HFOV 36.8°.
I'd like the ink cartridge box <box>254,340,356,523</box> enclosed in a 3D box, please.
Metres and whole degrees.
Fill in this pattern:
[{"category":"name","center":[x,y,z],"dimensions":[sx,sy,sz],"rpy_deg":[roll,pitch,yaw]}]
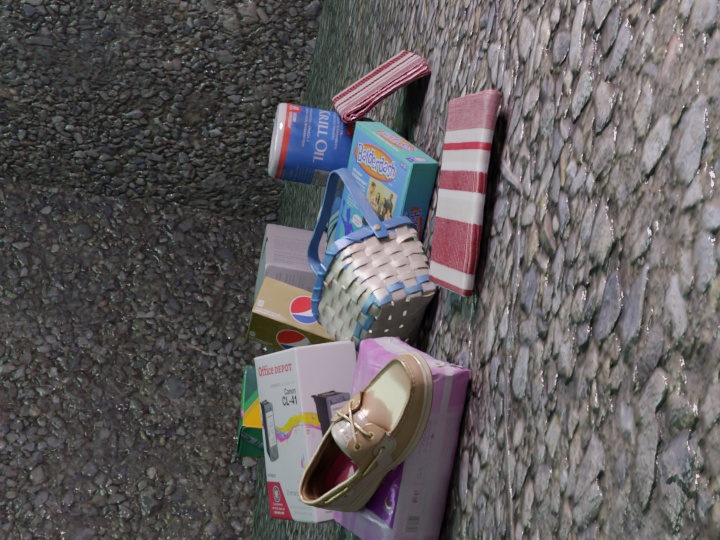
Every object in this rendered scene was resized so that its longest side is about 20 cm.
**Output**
[{"category":"ink cartridge box","center":[-0.058,0.194,1.304],"dimensions":[0.147,0.084,0.204],"rpy_deg":[-19,78,62]}]

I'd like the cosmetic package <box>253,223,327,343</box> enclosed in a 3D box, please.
[{"category":"cosmetic package","center":[-0.115,0.033,2.074],"dimensions":[0.201,0.162,0.168],"rpy_deg":[-101,23,-66]}]

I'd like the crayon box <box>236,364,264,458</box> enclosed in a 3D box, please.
[{"category":"crayon box","center":[-0.068,0.202,1.486],"dimensions":[0.120,0.196,0.059],"rpy_deg":[-93,14,-52]}]

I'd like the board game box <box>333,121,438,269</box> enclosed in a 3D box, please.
[{"category":"board game box","center":[0.028,-0.077,1.444],"dimensions":[0.152,0.044,0.203],"rpy_deg":[43,129,49]}]

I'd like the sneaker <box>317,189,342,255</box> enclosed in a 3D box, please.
[{"category":"sneaker","center":[-0.030,-0.056,1.806],"dimensions":[0.146,0.079,0.204],"rpy_deg":[158,128,-66]}]

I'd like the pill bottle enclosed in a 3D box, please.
[{"category":"pill bottle","center":[-0.035,-0.180,1.624],"dimensions":[0.112,0.196,0.115],"rpy_deg":[-172,90,-81]}]

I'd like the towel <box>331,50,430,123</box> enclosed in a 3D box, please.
[{"category":"towel","center":[0.025,-0.271,1.589],"dimensions":[0.023,0.143,0.200],"rpy_deg":[56,-176,-16]}]

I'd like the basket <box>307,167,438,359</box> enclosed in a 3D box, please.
[{"category":"basket","center":[0.000,0.000,1.332],"dimensions":[0.201,0.137,0.178],"rpy_deg":[53,148,25]}]

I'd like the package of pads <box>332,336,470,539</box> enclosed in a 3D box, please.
[{"category":"package of pads","center":[0.040,0.179,1.106],"dimensions":[0.120,0.075,0.204],"rpy_deg":[20,103,55]}]

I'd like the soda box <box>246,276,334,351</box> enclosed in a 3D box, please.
[{"category":"soda box","center":[-0.051,0.083,1.469],"dimensions":[0.068,0.197,0.065],"rpy_deg":[110,179,-51]}]

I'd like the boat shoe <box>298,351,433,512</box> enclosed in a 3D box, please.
[{"category":"boat shoe","center":[0.002,0.161,1.040],"dimensions":[0.074,0.068,0.202],"rpy_deg":[53,127,39]}]

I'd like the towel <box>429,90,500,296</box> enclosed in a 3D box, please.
[{"category":"towel","center":[0.109,-0.081,1.133],"dimensions":[0.144,0.022,0.204],"rpy_deg":[-150,66,-79]}]
